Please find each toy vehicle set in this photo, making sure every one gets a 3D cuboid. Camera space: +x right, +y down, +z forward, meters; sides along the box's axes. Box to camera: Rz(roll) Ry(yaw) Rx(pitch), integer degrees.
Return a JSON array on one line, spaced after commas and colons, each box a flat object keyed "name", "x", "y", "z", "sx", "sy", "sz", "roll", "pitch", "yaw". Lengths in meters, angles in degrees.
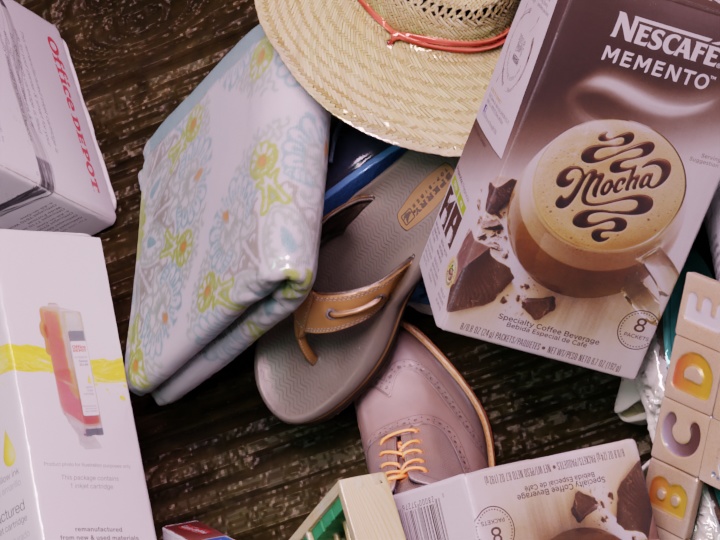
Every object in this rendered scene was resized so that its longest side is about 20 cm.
[{"name": "toy vehicle set", "x": -0.010, "y": 0.197, "z": 1.228, "sx": 0.026, "sy": 0.200, "sz": 0.125, "roll": -9, "pitch": 69, "yaw": -21}]

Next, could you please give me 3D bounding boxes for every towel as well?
[{"name": "towel", "x": -0.073, "y": -0.033, "z": 1.326, "sx": 0.200, "sy": 0.048, "sz": 0.172, "roll": -39, "pitch": 43, "yaw": 52}]

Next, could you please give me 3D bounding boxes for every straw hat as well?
[{"name": "straw hat", "x": 0.042, "y": -0.162, "z": 1.261, "sx": 0.199, "sy": 0.085, "sz": 0.202, "roll": 7, "pitch": 49, "yaw": -9}]

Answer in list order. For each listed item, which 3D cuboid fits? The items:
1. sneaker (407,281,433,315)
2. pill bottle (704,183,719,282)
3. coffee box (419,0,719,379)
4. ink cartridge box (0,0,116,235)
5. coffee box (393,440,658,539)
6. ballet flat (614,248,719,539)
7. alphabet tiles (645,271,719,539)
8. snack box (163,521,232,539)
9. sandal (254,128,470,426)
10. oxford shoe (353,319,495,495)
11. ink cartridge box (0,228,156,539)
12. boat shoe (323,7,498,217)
[{"name": "sneaker", "x": 0.094, "y": -0.042, "z": 1.321, "sx": 0.199, "sy": 0.075, "sz": 0.087, "roll": -24, "pitch": 35, "yaw": 23}, {"name": "pill bottle", "x": 0.241, "y": 0.011, "z": 1.208, "sx": 0.113, "sy": 0.113, "sz": 0.201, "roll": -15, "pitch": 70, "yaw": 19}, {"name": "coffee box", "x": 0.118, "y": -0.059, "z": 1.193, "sx": 0.112, "sy": 0.080, "sz": 0.201, "roll": 14, "pitch": 113, "yaw": -13}, {"name": "ink cartridge box", "x": -0.242, "y": -0.098, "z": 1.395, "sx": 0.083, "sy": 0.200, "sz": 0.146, "roll": -26, "pitch": 67, "yaw": 16}, {"name": "coffee box", "x": 0.098, "y": 0.197, "z": 1.182, "sx": 0.080, "sy": 0.112, "sz": 0.201, "roll": -25, "pitch": 76, "yaw": 55}, {"name": "ballet flat", "x": 0.167, "y": 0.089, "z": 1.246, "sx": 0.071, "sy": 0.072, "sz": 0.201, "roll": -16, "pitch": 72, "yaw": 18}, {"name": "alphabet tiles", "x": 0.210, "y": 0.089, "z": 1.150, "sx": 0.167, "sy": 0.008, "sz": 0.202, "roll": 24, "pitch": 111, "yaw": 44}, {"name": "snack box", "x": -0.060, "y": 0.187, "z": 1.254, "sx": 0.200, "sy": 0.024, "sz": 0.072, "roll": -169, "pitch": 73, "yaw": -66}, {"name": "sandal", "x": 0.000, "y": 0.000, "z": 1.279, "sx": 0.200, "sy": 0.054, "sz": 0.082, "roll": -48, "pitch": 61, "yaw": 25}, {"name": "oxford shoe", "x": 0.036, "y": 0.108, "z": 1.289, "sx": 0.071, "sy": 0.073, "sz": 0.201, "roll": -29, "pitch": 64, "yaw": 12}, {"name": "ink cartridge box", "x": -0.204, "y": 0.095, "z": 1.362, "sx": 0.145, "sy": 0.083, "sz": 0.201, "roll": -33, "pitch": 61, "yaw": 42}, {"name": "boat shoe", "x": 0.033, "y": -0.096, "z": 1.354, "sx": 0.200, "sy": 0.084, "sz": 0.069, "roll": -37, "pitch": 68, "yaw": -8}]
